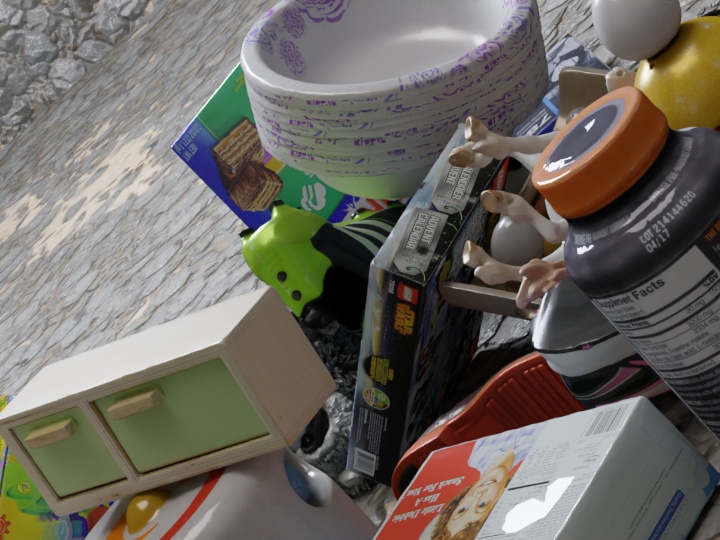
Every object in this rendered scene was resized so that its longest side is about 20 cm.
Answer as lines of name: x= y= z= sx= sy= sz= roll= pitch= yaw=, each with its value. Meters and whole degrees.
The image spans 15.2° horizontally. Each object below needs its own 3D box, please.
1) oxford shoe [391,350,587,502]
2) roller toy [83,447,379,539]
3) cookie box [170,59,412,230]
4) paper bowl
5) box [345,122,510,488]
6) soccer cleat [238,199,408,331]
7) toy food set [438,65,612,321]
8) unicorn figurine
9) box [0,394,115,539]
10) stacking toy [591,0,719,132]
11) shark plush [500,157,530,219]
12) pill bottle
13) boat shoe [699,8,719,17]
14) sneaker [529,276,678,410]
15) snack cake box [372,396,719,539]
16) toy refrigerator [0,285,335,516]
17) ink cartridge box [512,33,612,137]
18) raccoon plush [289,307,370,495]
oxford shoe: x=0.101 y=0.077 z=1.579 sx=0.200 sy=0.071 sz=0.073 roll=-31 pitch=13 yaw=34
roller toy: x=-0.090 y=0.185 z=1.635 sx=0.200 sy=0.140 sz=0.183 roll=-26 pitch=23 yaw=48
cookie box: x=-0.007 y=-0.082 z=1.939 sx=0.171 sy=0.200 sz=0.075 roll=-49 pitch=-13 yaw=17
paper bowl: x=0.026 y=-0.122 z=1.796 sx=0.200 sy=0.105 sz=0.201 roll=-9 pitch=31 yaw=6
box: x=0.043 y=0.024 z=1.700 sx=0.200 sy=0.040 sz=0.137 roll=96 pitch=-161 yaw=-48
soccer cleat: x=0.000 y=0.000 z=1.720 sx=0.068 sy=0.081 sz=0.200 roll=-45 pitch=-23 yaw=27
toy food set: x=0.150 y=-0.043 z=1.632 sx=0.143 sy=0.061 sz=0.200 roll=10 pitch=51 yaw=27
unicorn figurine: x=0.125 y=-0.054 z=1.571 sx=0.074 sy=0.137 sz=0.201 roll=125 pitch=148 yaw=-60
box: x=-0.220 y=0.189 z=1.814 sx=0.192 sy=0.122 sz=0.201 roll=178 pitch=102 yaw=-66
stacking toy: x=0.204 y=-0.095 z=1.520 sx=0.146 sy=0.200 sz=0.146 roll=-39 pitch=17 yaw=14
shark plush: x=0.128 y=-0.027 z=1.849 sx=0.083 sy=0.091 sz=0.200 roll=-30 pitch=-12 yaw=-25
pill bottle: x=0.174 y=0.002 z=1.350 sx=0.106 sy=0.200 sz=0.106 roll=-39 pitch=17 yaw=14
boat shoe: x=0.198 y=-0.092 z=1.738 sx=0.200 sy=0.075 sz=0.060 roll=-59 pitch=-10 yaw=-15
sneaker: x=0.197 y=0.022 z=1.471 sx=0.199 sy=0.086 sz=0.081 roll=-18 pitch=39 yaw=15
snack cake box: x=0.086 y=0.144 z=1.446 sx=0.200 sy=0.067 sz=0.115 roll=-20 pitch=30 yaw=55
toy refrigerator: x=-0.120 y=0.081 z=1.603 sx=0.200 sy=0.076 sz=0.070 roll=-19 pitch=21 yaw=39
ink cartridge box: x=0.148 y=-0.115 z=1.994 sx=0.099 sy=0.039 sz=0.200 roll=-42 pitch=17 yaw=4
raccoon plush: x=0.016 y=0.078 z=1.815 sx=0.199 sy=0.135 sz=0.097 roll=-13 pitch=-9 yaw=-26
